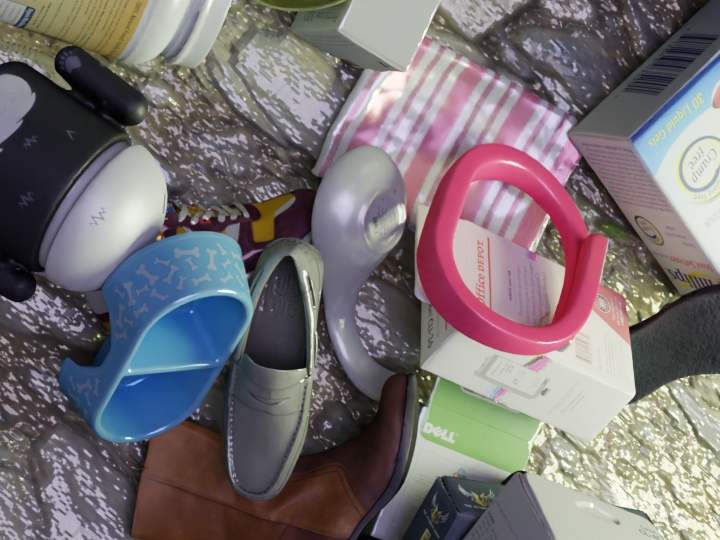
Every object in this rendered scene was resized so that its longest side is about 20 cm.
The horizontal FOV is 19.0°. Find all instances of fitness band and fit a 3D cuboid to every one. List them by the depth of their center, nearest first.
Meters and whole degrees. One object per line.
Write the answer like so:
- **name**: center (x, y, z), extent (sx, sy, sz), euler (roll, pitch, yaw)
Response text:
- **fitness band**: center (0.116, -0.015, 1.650), extent (0.143, 0.037, 0.200), euler (30, 43, -9)

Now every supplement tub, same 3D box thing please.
- **supplement tub**: center (-0.196, -0.235, 1.563), extent (0.199, 0.144, 0.145), euler (17, 89, -18)

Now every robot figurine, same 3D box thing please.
- **robot figurine**: center (-0.234, -0.072, 1.561), extent (0.200, 0.150, 0.125), euler (34, 45, 8)

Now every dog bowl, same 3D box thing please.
- **dog bowl**: center (-0.147, 0.055, 1.581), extent (0.111, 0.050, 0.200), euler (-3, 141, -36)

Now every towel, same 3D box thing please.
- **towel**: center (0.077, -0.096, 1.724), extent (0.200, 0.030, 0.147), euler (28, 85, -18)

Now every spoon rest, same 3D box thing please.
- **spoon rest**: center (0.000, 0.000, 1.676), extent (0.099, 0.060, 0.201), euler (-24, 117, -44)

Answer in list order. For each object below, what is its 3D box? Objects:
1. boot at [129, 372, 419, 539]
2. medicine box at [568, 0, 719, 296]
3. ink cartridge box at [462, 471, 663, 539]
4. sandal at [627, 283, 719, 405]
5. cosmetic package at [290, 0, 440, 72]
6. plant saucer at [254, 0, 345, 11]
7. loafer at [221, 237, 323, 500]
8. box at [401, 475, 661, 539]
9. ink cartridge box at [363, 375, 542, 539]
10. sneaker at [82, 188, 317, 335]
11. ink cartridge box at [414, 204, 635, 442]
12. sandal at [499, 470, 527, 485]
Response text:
- **boot**: center (-0.064, 0.144, 1.664), extent (0.199, 0.068, 0.189), euler (18, 99, 6)
- **medicine box**: center (0.305, -0.092, 1.747), extent (0.182, 0.103, 0.200), euler (-43, 112, -12)
- **ink cartridge box**: center (0.125, 0.265, 1.599), extent (0.147, 0.086, 0.200), euler (22, 115, -32)
- **sandal**: center (0.262, 0.051, 1.726), extent (0.076, 0.200, 0.043), euler (57, 42, -15)
- **cosmetic package**: center (0.031, -0.257, 1.656), extent (0.074, 0.102, 0.200), euler (28, 84, -24)
- **plant saucer**: center (-0.019, -0.281, 1.613), extent (0.031, 0.200, 0.200), euler (31, 84, -53)
- **loafer**: center (-0.068, 0.075, 1.597), extent (0.070, 0.070, 0.201), euler (7, 96, 4)
- **box**: center (0.117, 0.246, 1.670), extent (0.199, 0.051, 0.158), euler (12, 120, -28)
- **ink cartridge box**: center (0.068, 0.165, 1.726), extent (0.104, 0.059, 0.201), euler (23, 87, -18)
- **sneaker**: center (-0.121, -0.025, 1.641), extent (0.200, 0.075, 0.090), euler (-32, 109, -14)
- **ink cartridge box**: center (0.113, 0.040, 1.685), extent (0.200, 0.117, 0.068), euler (25, 128, -19)
- **sandal**: center (0.149, 0.226, 1.749), extent (0.075, 0.048, 0.201), euler (-48, 133, -20)
